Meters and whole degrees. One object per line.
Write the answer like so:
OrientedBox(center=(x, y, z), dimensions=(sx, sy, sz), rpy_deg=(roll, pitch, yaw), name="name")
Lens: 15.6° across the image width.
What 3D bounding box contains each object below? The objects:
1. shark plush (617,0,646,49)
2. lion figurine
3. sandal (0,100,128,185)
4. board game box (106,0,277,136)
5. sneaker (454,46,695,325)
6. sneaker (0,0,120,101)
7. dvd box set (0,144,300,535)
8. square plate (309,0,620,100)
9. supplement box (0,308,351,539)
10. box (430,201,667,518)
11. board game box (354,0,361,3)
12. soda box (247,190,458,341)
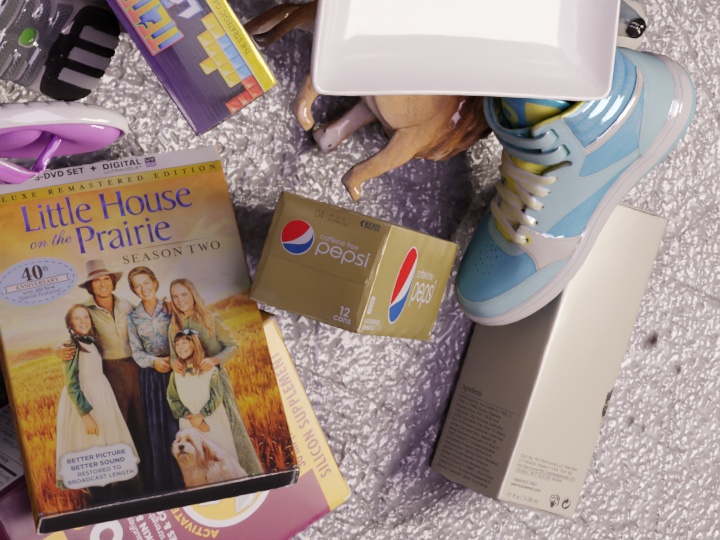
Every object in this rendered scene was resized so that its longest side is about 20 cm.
OrientedBox(center=(0.087, -0.182, 1.599), dimensions=(0.199, 0.091, 0.083), rpy_deg=(25, 48, -10), name="shark plush")
OrientedBox(center=(0.017, -0.117, 1.524), dimensions=(0.122, 0.073, 0.200), rpy_deg=(-33, 151, 3), name="lion figurine")
OrientedBox(center=(-0.224, -0.059, 1.405), dimensions=(0.202, 0.082, 0.050), rpy_deg=(-4, 84, -19), name="sandal")
OrientedBox(center=(-0.131, -0.187, 1.383), dimensions=(0.057, 0.165, 0.200), rpy_deg=(-32, 117, 1), name="board game box")
OrientedBox(center=(0.097, -0.061, 1.552), dimensions=(0.130, 0.080, 0.200), rpy_deg=(20, 111, -50), name="sneaker")
OrientedBox(center=(-0.219, -0.149, 1.362), dimensions=(0.075, 0.115, 0.200), rpy_deg=(-58, 152, 2), name="sneaker")
OrientedBox(center=(-0.125, 0.034, 1.430), dimensions=(0.146, 0.029, 0.201), rpy_deg=(-9, 67, -14), name="dvd box set")
OrientedBox(center=(0.061, -0.194, 1.427), dimensions=(0.197, 0.028, 0.201), rpy_deg=(-1, 101, -32), name="square plate")
OrientedBox(center=(-0.126, 0.117, 1.494), dimensions=(0.200, 0.103, 0.131), rpy_deg=(-34, 117, -22), name="supplement box")
OrientedBox(center=(0.117, 0.047, 1.649), dimensions=(0.068, 0.082, 0.201), rpy_deg=(17, 93, -35), name="box")
OrientedBox(center=(0.038, -0.221, 1.503), dimensions=(0.200, 0.135, 0.035), rpy_deg=(-29, 141, -24), name="board game box")
OrientedBox(center=(0.000, 0.000, 1.502), dimensions=(0.200, 0.067, 0.064), rpy_deg=(9, 98, -77), name="soda box")
